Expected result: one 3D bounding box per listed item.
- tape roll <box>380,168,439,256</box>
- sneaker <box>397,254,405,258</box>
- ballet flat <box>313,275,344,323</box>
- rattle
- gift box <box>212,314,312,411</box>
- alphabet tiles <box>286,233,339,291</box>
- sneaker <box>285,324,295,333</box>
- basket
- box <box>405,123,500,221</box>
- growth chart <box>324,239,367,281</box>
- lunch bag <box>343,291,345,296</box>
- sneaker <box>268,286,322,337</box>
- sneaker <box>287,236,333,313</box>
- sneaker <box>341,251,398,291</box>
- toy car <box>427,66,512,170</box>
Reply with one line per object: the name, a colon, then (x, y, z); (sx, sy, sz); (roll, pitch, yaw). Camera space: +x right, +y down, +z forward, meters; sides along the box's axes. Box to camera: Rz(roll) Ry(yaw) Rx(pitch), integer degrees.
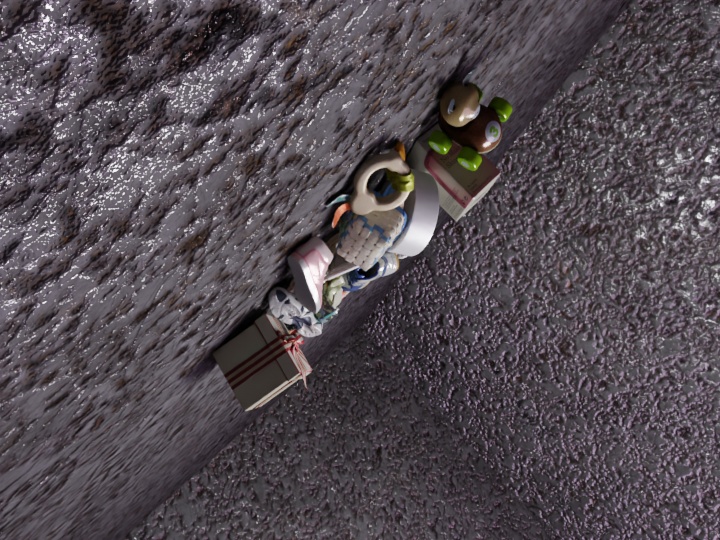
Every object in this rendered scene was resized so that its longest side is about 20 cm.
tape roll: (0.108, -0.142, 1.472); (0.069, 0.207, 0.203); (9, 142, -24)
sneaker: (0.107, -0.125, 1.676); (0.083, 0.078, 0.206); (137, -41, -62)
ballet flat: (-0.071, 0.046, 1.528); (0.075, 0.073, 0.203); (-51, -155, 38)
rattle: (0.010, -0.191, 1.302); (0.197, 0.145, 0.130); (-32, 144, 18)
gift box: (-0.219, 0.230, 1.505); (0.185, 0.202, 0.185); (-35, 175, 1)
alphabet tiles: (-0.112, -0.016, 1.588); (0.195, 0.015, 0.201); (-40, 171, -38)
sneaker: (-0.213, 0.148, 1.735); (0.200, 0.070, 0.090); (-47, -173, 11)
basket: (0.032, -0.119, 1.402); (0.177, 0.137, 0.202); (-54, -177, 46)
box: (0.223, -0.250, 1.512); (0.127, 0.200, 0.109); (-40, 171, -29)
growth chart: (-0.036, -0.028, 1.514); (0.141, 0.018, 0.201); (-21, -163, 11)
lunch bag: (-0.076, 0.055, 1.894); (0.199, 0.082, 0.177); (-41, 171, -38)
sneaker: (-0.155, 0.063, 1.521); (0.078, 0.199, 0.133); (-20, -130, 29)
sneaker: (-0.101, 0.007, 1.395); (0.105, 0.074, 0.203); (-46, 149, -28)
sneaker: (0.000, 0.000, 1.529); (0.198, 0.077, 0.087); (-28, 170, 39)
toy car: (0.232, -0.348, 1.328); (0.166, 0.156, 0.200); (-56, 161, -4)
